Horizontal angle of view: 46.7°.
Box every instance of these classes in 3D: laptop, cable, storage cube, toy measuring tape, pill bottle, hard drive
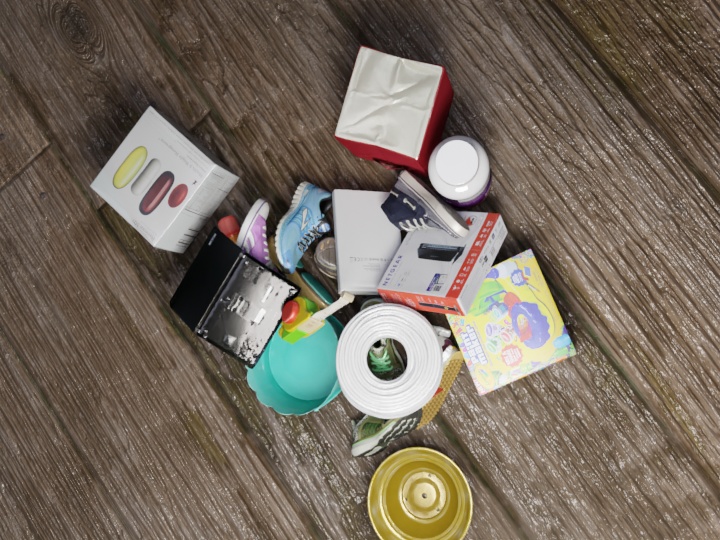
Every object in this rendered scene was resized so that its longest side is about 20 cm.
[{"bbox_3d":[-0.239,0.049,1.571,0.198,0.103,0.179,32,93,-9],"label":"laptop"},{"bbox_3d":[0.051,0.161,1.485,0.197,0.069,0.203,24,82,7],"label":"cable"},{"bbox_3d":[0.067,-0.298,1.572,0.168,0.180,0.204,17,91,12],"label":"storage cube"},{"bbox_3d":[-0.083,0.065,1.481,0.199,0.073,0.075,-36,79,37],"label":"toy measuring tape"},{"bbox_3d":[0.183,-0.180,1.530,0.110,0.200,0.115,-1,86,11],"label":"pill bottle"},{"bbox_3d":[0.015,-0.054,1.594,0.129,0.027,0.205,2,71,-17],"label":"hard drive"}]

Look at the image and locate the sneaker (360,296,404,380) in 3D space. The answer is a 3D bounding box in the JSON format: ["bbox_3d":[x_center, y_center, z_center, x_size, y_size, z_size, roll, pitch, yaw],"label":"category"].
[{"bbox_3d":[0.033,0.156,1.585,0.075,0.089,0.205,-12,96,13],"label":"sneaker"}]

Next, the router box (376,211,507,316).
[{"bbox_3d":[0.149,-0.018,1.521,0.177,0.049,0.202,6,53,38],"label":"router box"}]

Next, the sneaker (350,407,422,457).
[{"bbox_3d":[0.036,0.281,1.571,0.200,0.076,0.090,-41,60,38],"label":"sneaker"}]

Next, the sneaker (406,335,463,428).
[{"bbox_3d":[0.119,0.210,1.585,0.090,0.074,0.202,42,113,34],"label":"sneaker"}]

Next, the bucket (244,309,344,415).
[{"bbox_3d":[-0.114,0.167,1.605,0.202,0.135,0.213,0,88,11],"label":"bucket"}]

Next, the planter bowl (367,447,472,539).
[{"bbox_3d":[0.116,0.430,1.569,0.196,0.083,0.206,-1,86,12],"label":"planter bowl"}]

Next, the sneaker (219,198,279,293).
[{"bbox_3d":[-0.191,-0.030,1.629,0.112,0.073,0.205,19,86,0],"label":"sneaker"}]

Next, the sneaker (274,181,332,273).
[{"bbox_3d":[-0.104,-0.083,1.611,0.088,0.079,0.203,12,62,17],"label":"sneaker"}]

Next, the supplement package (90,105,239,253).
[{"bbox_3d":[-0.389,-0.178,1.675,0.190,0.147,0.201,39,94,11],"label":"supplement package"}]

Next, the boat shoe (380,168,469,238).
[{"bbox_3d":[0.116,-0.096,1.540,0.093,0.074,0.200,-53,46,14],"label":"boat shoe"}]

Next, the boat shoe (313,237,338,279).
[{"bbox_3d":[0.000,0.000,1.625,0.197,0.073,0.076,28,64,-7],"label":"boat shoe"}]

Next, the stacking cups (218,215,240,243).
[{"bbox_3d":[-0.229,-0.014,1.680,0.059,0.060,0.204,-23,81,9],"label":"stacking cups"}]

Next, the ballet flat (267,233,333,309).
[{"bbox_3d":[-0.127,0.017,1.654,0.063,0.068,0.201,-45,67,15],"label":"ballet flat"}]

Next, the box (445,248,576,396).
[{"bbox_3d":[0.269,0.096,1.538,0.190,0.122,0.203,-25,82,10],"label":"box"}]
